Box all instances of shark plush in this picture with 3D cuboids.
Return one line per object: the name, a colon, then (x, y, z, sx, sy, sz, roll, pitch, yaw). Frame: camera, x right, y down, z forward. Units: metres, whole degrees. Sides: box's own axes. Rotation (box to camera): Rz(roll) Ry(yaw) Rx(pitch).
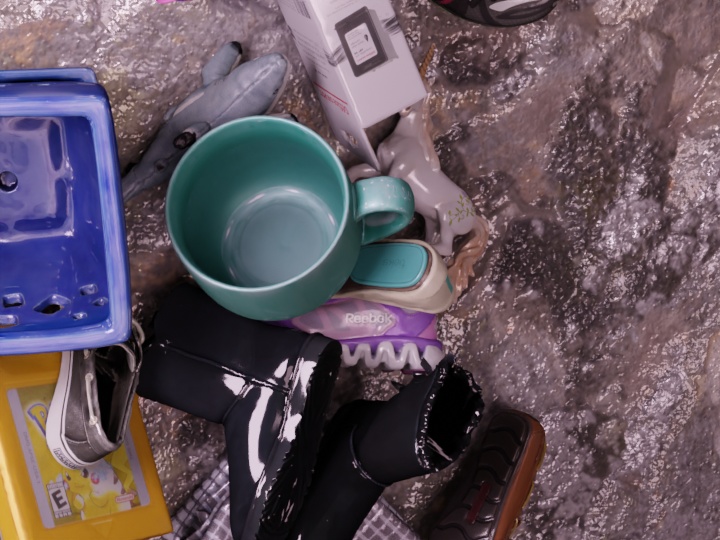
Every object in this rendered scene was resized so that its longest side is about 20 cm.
shark plush: (-0.144, -0.121, 1.522, 0.199, 0.083, 0.091, -26, 98, 2)

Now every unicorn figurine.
unicorn figurine: (0.047, -0.079, 1.604, 0.138, 0.074, 0.200, -50, 125, -23)

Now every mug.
mug: (-0.061, -0.030, 1.500, 0.184, 0.115, 0.153, 26, 77, 16)

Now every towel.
towel: (-0.056, 0.246, 1.669, 0.166, 0.086, 0.200, -46, 115, -1)

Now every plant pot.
plant pot: (-0.284, -0.056, 1.428, 0.198, 0.180, 0.202, -5, 109, -6)

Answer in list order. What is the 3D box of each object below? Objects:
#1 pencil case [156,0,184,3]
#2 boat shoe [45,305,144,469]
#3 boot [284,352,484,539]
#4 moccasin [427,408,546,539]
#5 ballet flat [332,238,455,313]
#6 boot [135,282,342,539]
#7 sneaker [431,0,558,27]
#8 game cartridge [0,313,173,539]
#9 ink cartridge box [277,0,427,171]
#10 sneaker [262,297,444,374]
pencil case: (-0.145, -0.315, 1.459, 0.088, 0.088, 0.201, -17, 113, -13)
boat shoe: (-0.207, 0.067, 1.509, 0.063, 0.201, 0.071, -23, 140, 33)
boot: (0.019, 0.169, 1.553, 0.073, 0.162, 0.199, 41, 53, -21)
moccasin: (0.118, 0.230, 1.725, 0.078, 0.073, 0.203, 36, 72, -53)
ballet flat: (0.000, 0.000, 1.568, 0.069, 0.199, 0.070, -16, 112, -45)
boot: (-0.118, 0.125, 1.544, 0.076, 0.167, 0.202, 17, 89, -66)
sneaker: (0.086, -0.253, 1.558, 0.199, 0.084, 0.077, 13, 103, -22)
game cartridge: (-0.242, 0.134, 1.503, 0.176, 0.032, 0.202, -5, 77, -55)
ink cartridge box: (-0.011, -0.195, 1.526, 0.066, 0.116, 0.201, -28, 115, -10)
sneaker: (-0.018, 0.041, 1.625, 0.198, 0.080, 0.089, 6, 85, -11)
